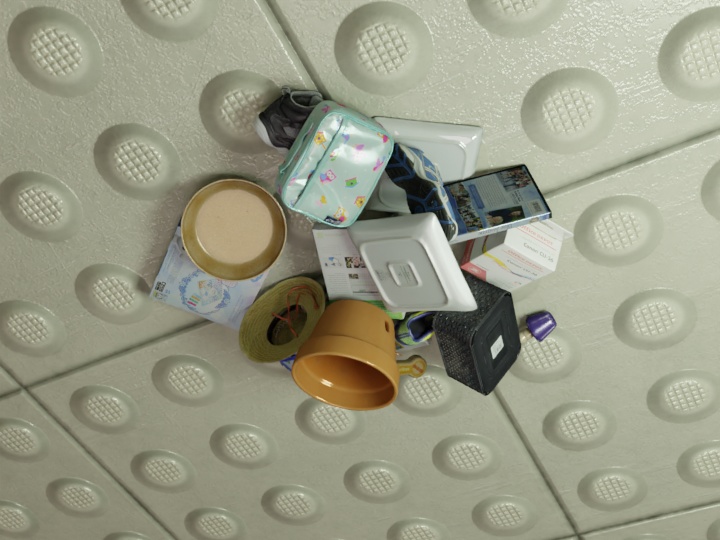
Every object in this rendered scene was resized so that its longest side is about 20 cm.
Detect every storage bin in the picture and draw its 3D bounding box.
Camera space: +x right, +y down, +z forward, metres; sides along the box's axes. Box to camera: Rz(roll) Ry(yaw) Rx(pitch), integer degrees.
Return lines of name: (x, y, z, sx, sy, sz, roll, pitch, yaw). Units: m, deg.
storage bin: (0.227, 0.126, 1.743, 0.093, 0.135, 0.201, 24, 150, 36)

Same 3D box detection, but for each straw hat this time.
straw hat: (-0.136, 0.119, 1.800, 0.199, 0.203, 0.085, -17, 138, 18)

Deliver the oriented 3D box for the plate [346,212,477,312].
plate: (0.081, -0.001, 1.565, 0.199, 0.032, 0.201, -3, 124, 42)

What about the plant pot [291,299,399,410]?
plant pot: (-0.017, 0.150, 1.678, 0.198, 0.141, 0.201, 9, 144, 7)

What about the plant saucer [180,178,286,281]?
plant saucer: (-0.239, -0.079, 1.717, 0.198, 0.035, 0.202, -2, 110, -5)

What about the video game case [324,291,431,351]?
video game case: (0.018, 0.100, 1.829, 0.200, 0.023, 0.181, 39, 148, -23)

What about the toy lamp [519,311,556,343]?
toy lamp: (0.308, 0.148, 1.854, 0.199, 0.058, 0.058, -33, 120, 17)

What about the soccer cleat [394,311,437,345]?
soccer cleat: (0.155, 0.088, 1.749, 0.199, 0.084, 0.065, -27, 95, -22)

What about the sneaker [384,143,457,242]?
sneaker: (0.117, -0.137, 1.540, 0.077, 0.201, 0.076, -7, 151, -41)

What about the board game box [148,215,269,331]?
board game box: (-0.299, 0.009, 1.819, 0.197, 0.044, 0.201, 23, 127, -12)

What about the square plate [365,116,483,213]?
square plate: (0.111, -0.176, 1.642, 0.196, 0.029, 0.201, 5, 129, 0)

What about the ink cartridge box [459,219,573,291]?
ink cartridge box: (0.283, -0.035, 1.659, 0.116, 0.068, 0.200, 26, 155, -14)

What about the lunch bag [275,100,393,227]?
lunch bag: (-0.049, -0.176, 1.541, 0.159, 0.077, 0.201, 20, 109, -32)

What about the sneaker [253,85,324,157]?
sneaker: (-0.079, -0.238, 1.579, 0.199, 0.076, 0.114, 30, 123, -20)

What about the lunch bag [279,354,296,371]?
lunch bag: (-0.080, 0.171, 1.888, 0.199, 0.076, 0.160, -18, 128, 35)

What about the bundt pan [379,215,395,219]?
bundt pan: (0.078, -0.026, 1.718, 0.200, 0.076, 0.203, 10, 139, 9)

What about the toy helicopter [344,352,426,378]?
toy helicopter: (0.048, 0.188, 1.818, 0.198, 0.079, 0.134, -2, 103, -31)

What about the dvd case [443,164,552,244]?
dvd case: (0.216, -0.115, 1.580, 0.198, 0.143, 0.018, -15, 133, -1)

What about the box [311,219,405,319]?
box: (0.000, 0.000, 1.670, 0.143, 0.036, 0.202, 0, 123, 19)
